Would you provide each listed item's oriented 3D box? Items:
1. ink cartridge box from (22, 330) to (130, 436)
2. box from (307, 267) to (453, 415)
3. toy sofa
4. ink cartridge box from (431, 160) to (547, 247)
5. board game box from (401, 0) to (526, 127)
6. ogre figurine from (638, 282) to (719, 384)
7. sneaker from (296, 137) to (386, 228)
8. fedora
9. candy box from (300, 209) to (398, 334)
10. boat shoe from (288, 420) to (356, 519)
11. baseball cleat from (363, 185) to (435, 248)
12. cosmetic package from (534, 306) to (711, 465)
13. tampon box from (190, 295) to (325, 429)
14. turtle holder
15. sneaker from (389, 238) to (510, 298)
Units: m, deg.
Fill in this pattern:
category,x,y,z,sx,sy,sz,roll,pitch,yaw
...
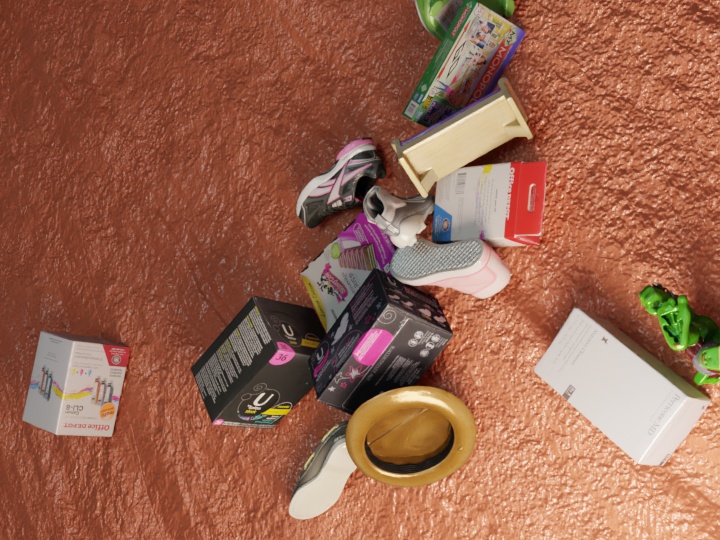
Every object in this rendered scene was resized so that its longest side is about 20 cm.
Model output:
category,x,y,z,sx,sy,sz,roll,pitch,yaw
ink cartridge box,-0.606,0.244,2.103,0.144,0.145,0.201,10,88,43
box,0.029,0.121,1.541,0.200,0.132,0.115,-54,26,20
toy sofa,0.151,-0.207,1.494,0.200,0.083,0.098,-28,34,14
ink cartridge box,0.208,-0.097,1.483,0.200,0.067,0.117,-1,80,43
board game box,0.161,-0.307,1.528,0.029,0.134,0.200,42,110,40
ogre figurine,0.433,0.095,1.199,0.200,0.120,0.098,25,93,41
sneaker,-0.033,-0.136,1.711,0.200,0.080,0.086,-48,63,31
fedora,0.075,0.237,1.495,0.201,0.200,0.082,-49,16,23
candy box,0.000,0.000,1.658,0.200,0.061,0.137,-44,55,27
boat shoe,-0.060,0.334,1.635,0.202,0.072,0.060,-56,28,27
baseball cleat,0.062,-0.101,1.527,0.106,0.200,0.070,40,107,-5
cosmetic package,0.341,0.152,1.297,0.200,0.081,0.113,42,107,41
tampon box,-0.168,0.164,1.714,0.200,0.150,0.126,-47,53,25
turtle holder,0.162,-0.455,1.559,0.186,0.141,0.132,-69,26,21
sneaker,0.141,0.003,1.500,0.200,0.105,0.076,-4,62,48
